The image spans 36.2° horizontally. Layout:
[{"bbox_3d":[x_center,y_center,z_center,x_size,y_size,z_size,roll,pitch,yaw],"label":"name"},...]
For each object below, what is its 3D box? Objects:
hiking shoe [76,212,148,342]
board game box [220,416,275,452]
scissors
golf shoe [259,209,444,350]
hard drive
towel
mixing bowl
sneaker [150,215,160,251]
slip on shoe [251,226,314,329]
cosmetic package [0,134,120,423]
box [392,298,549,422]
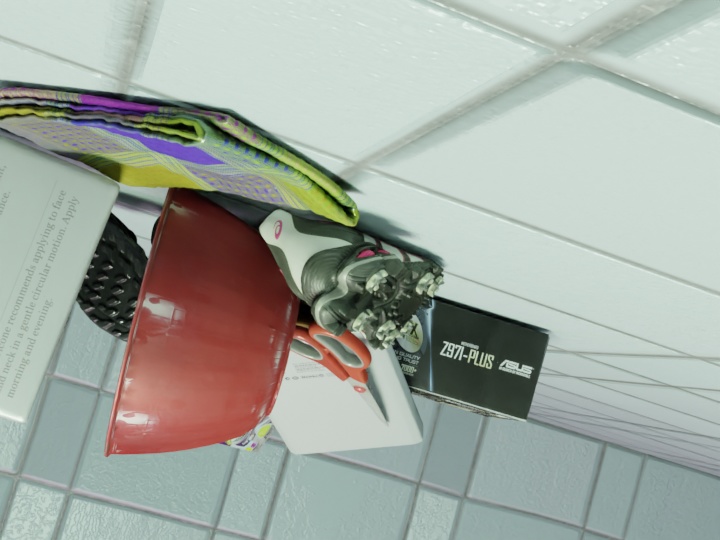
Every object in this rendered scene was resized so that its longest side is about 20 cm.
[{"bbox_3d":[-0.218,-0.013,0.972,0.200,0.076,0.101,46,-166,17],"label":"hiking shoe"},{"bbox_3d":[-0.085,0.075,1.001,0.120,0.201,0.032,24,-161,-40],"label":"board game box"},{"bbox_3d":[0.002,0.092,0.905,0.073,0.014,0.200,-2,147,33],"label":"scissors"},{"bbox_3d":[0.000,0.000,0.776,0.088,0.077,0.200,41,-176,19],"label":"golf shoe"},{"bbox_3d":[-0.027,0.102,0.972,0.131,0.027,0.201,-7,143,12],"label":"hard drive"},{"bbox_3d":[-0.111,-0.066,0.641,0.199,0.023,0.143,12,171,35],"label":"towel"},{"bbox_3d":[-0.106,0.046,0.786,0.107,0.202,0.200,15,173,-8],"label":"mixing bowl"},{"bbox_3d":[-0.120,0.005,1.031,0.073,0.087,0.201,8,145,44],"label":"sneaker"},{"bbox_3d":[-0.088,0.010,0.892,0.198,0.061,0.077,11,132,23],"label":"slip on shoe"},{"bbox_3d":[-0.286,-0.019,0.735,0.199,0.166,0.165,23,177,-15],"label":"cosmetic package"},{"bbox_3d":[0.080,0.085,1.095,0.162,0.087,0.200,17,173,-1],"label":"box"}]
